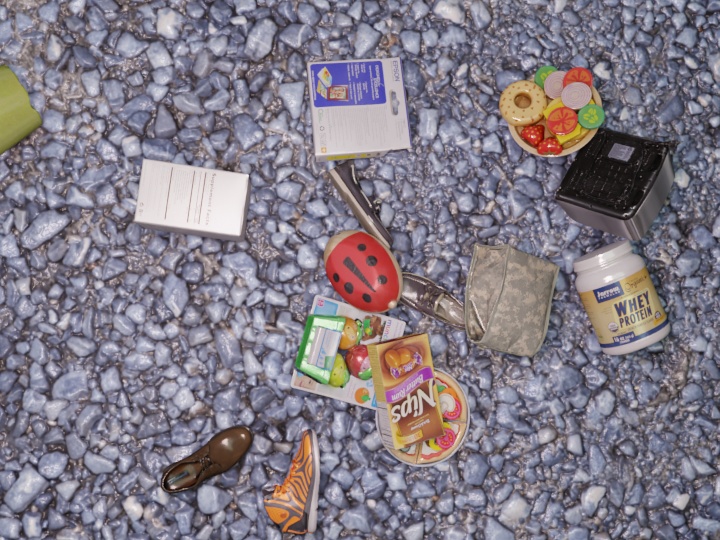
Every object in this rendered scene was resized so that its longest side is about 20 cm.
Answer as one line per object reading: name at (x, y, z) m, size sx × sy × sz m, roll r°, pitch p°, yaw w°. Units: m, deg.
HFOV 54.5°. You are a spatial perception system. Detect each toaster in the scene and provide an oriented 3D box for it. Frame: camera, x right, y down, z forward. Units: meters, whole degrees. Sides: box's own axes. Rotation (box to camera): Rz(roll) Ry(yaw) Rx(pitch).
toaster at (0.524, -0.178, 1.414) m, size 0.199 × 0.118 × 0.183 m, roll 25°, pitch 82°, yaw 40°

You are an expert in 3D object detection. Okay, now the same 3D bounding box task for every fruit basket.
fruit basket at (-0.021, 0.165, 1.379) m, size 0.197 × 0.094 × 0.188 m, roll 18°, pitch 85°, yaw -8°

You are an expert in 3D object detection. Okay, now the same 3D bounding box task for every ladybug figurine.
ladybug figurine at (0.000, 0.000, 1.368) m, size 0.200 × 0.072 × 0.136 m, roll 42°, pitch 99°, yaw 23°

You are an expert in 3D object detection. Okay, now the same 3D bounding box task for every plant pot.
plant pot at (-0.706, -0.283, 1.294) m, size 0.189 × 0.200 × 0.202 m, roll -35°, pitch 91°, yaw -20°

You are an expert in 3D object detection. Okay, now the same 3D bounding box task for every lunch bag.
lunch bag at (0.290, 0.065, 1.384) m, size 0.162 × 0.117 × 0.204 m, roll 16°, pitch 83°, yaw -34°

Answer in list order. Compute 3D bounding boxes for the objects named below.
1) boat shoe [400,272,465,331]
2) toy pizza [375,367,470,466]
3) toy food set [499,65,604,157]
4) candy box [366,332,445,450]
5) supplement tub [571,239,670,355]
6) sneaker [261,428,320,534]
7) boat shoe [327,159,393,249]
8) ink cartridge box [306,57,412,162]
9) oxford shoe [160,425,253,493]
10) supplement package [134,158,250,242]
boat shoe at (0.151, 0.062, 1.417) m, size 0.198 × 0.065 × 0.073 m, roll 31°, pitch 84°, yaw -4°
toy pizza at (0.129, 0.297, 1.418) m, size 0.196 × 0.032 × 0.204 m, roll 0°, pitch 87°, yaw -6°
toy food set at (0.399, -0.330, 1.441) m, size 0.196 × 0.049 × 0.202 m, roll -27°, pitch 66°, yaw 8°
candy box at (0.089, 0.232, 1.360) m, size 0.115 × 0.056 × 0.204 m, roll -10°, pitch 90°, yaw -24°
supplement tub at (0.524, 0.054, 1.420) m, size 0.142 × 0.144 × 0.203 m, roll -23°, pitch 90°, yaw -7°
sneaker at (-0.136, 0.410, 1.359) m, size 0.110 × 0.078 × 0.204 m, roll 4°, pitch 86°, yaw -7°
boat shoe at (0.014, -0.135, 1.410) m, size 0.062 × 0.073 × 0.201 m, roll -35°, pitch 86°, yaw -10°
ink cartridge box at (-0.005, -0.329, 1.424) m, size 0.196 × 0.047 × 0.201 m, roll -4°, pitch 79°, yaw -8°
oxford shoe at (-0.291, 0.369, 1.341) m, size 0.198 × 0.084 × 0.073 m, roll -33°, pitch 89°, yaw -9°
supplement package at (-0.316, -0.131, 1.346) m, size 0.196 × 0.121 × 0.122 m, roll 8°, pitch 86°, yaw -6°
